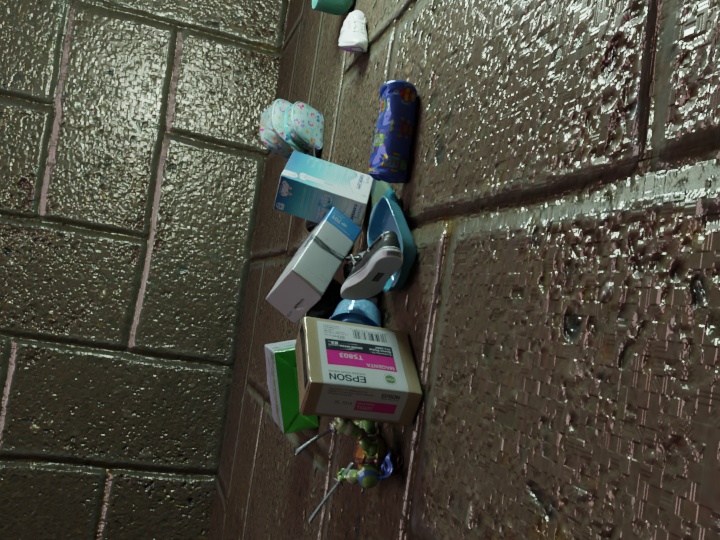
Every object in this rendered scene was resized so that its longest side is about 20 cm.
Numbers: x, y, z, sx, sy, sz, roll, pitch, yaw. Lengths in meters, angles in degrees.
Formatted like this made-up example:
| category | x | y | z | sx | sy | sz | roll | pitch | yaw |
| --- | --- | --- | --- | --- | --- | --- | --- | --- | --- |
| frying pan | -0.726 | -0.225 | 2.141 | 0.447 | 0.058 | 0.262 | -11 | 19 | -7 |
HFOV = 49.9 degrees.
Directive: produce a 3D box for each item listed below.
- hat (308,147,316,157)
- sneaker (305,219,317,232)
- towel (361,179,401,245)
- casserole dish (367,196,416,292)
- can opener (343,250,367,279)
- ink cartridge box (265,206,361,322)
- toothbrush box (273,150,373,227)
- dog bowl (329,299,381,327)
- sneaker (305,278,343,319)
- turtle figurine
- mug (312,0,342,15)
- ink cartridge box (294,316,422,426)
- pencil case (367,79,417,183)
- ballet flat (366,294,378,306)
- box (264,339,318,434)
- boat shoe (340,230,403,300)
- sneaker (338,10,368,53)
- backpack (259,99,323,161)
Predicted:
| category | x | y | z | sx | sy | sz | roll | pitch | yaw |
| --- | --- | --- | --- | --- | --- | --- | --- | --- | --- |
| hat | -0.086 | -0.223 | 2.049 | 0.200 | 0.079 | 0.206 | 172 | 90 | -77 |
| sneaker | -0.085 | -0.088 | 1.922 | 0.199 | 0.073 | 0.109 | -12 | 71 | 59 |
| towel | 0.042 | -0.112 | 1.633 | 0.201 | 0.021 | 0.150 | -109 | 32 | -62 |
| casserole dish | 0.060 | -0.050 | 1.464 | 0.202 | 0.038 | 0.123 | -106 | 29 | -45 |
| can opener | 0.000 | 0.000 | 1.637 | 0.200 | 0.066 | 0.054 | 98 | 148 | -81 |
| ink cartridge box | -0.097 | -0.012 | 1.614 | 0.146 | 0.085 | 0.201 | -42 | 12 | 49 |
| toothbrush box | -0.079 | -0.173 | 1.718 | 0.147 | 0.195 | 0.087 | -78 | 5 | -59 |
| dog bowl | -0.021 | 0.128 | 1.569 | 0.201 | 0.109 | 0.050 | 117 | 170 | -48 |
| sneaker | -0.079 | 0.067 | 1.685 | 0.075 | 0.080 | 0.200 | -43 | -6 | 20 |
| turtle figurine | -0.026 | 0.301 | 1.362 | 0.197 | 0.145 | 0.195 | -25 | 21 | 21 |
| mug | -0.065 | -0.833 | 2.262 | 0.185 | 0.112 | 0.156 | -179 | 98 | -74 |
| ink cartridge box | -0.007 | 0.169 | 1.310 | 0.166 | 0.195 | 0.076 | -104 | 27 | -53 |
| pencil case | 0.063 | -0.274 | 1.536 | 0.086 | 0.077 | 0.205 | 1 | 80 | 45 |
| ballet flat | -0.001 | 0.083 | 1.606 | 0.201 | 0.071 | 0.074 | 127 | 149 | -48 |
| box | -0.180 | 0.291 | 1.968 | 0.176 | 0.094 | 0.205 | 180 | 82 | -76 |
| boat shoe | 0.021 | -0.004 | 1.423 | 0.200 | 0.067 | 0.058 | -44 | 42 | 52 |
| sneaker | -0.019 | -0.633 | 2.047 | 0.201 | 0.073 | 0.102 | -112 | 34 | -62 |
| backpack | -0.213 | -0.436 | 2.416 | 0.150 | 0.197 | 0.181 | -30 | 48 | 44 |
